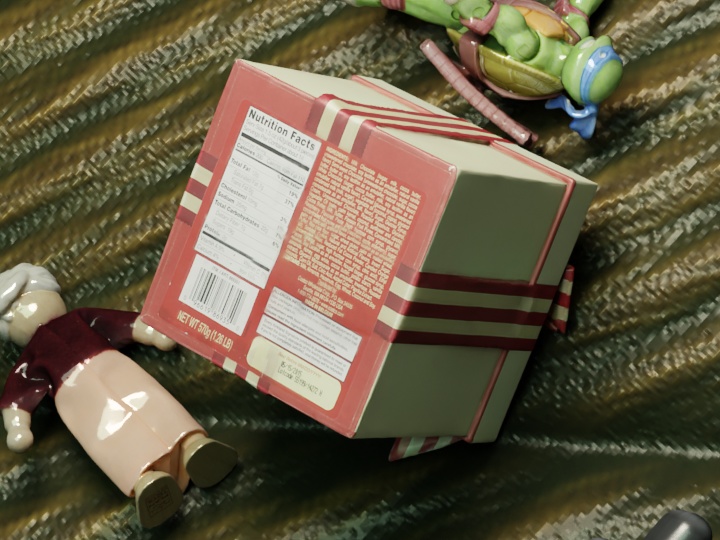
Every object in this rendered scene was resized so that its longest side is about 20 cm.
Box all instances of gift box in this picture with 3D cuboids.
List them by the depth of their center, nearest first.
[{"bbox_3d":[0.000,0.000,1.590,0.184,0.186,0.201,33,105,28],"label":"gift box"}]

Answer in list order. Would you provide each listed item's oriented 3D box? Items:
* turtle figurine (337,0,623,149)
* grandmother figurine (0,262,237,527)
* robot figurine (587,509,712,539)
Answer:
[{"bbox_3d":[0.078,-0.186,1.648,0.193,0.201,0.144,19,45,33],"label":"turtle figurine"},{"bbox_3d":[-0.166,0.068,1.710,0.121,0.061,0.200,-29,55,-20],"label":"grandmother figurine"},{"bbox_3d":[0.132,0.221,1.479,0.150,0.125,0.200,34,87,41],"label":"robot figurine"}]
